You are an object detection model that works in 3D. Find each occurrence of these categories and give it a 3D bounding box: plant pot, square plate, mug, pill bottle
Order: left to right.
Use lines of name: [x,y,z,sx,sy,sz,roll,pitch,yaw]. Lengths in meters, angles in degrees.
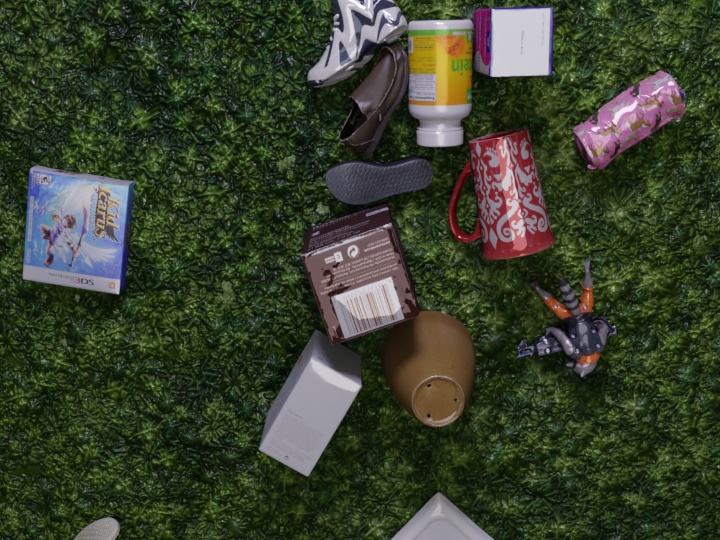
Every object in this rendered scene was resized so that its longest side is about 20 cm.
plant pot: [0.128,0.194,1.578,0.181,0.200,0.191,0,105,0]
pill bottle: [0.135,-0.317,1.488,0.108,0.111,0.205,-1,105,0]
square plate: [0.161,0.576,1.767,0.199,0.028,0.199,41,100,-10]
mug: [0.238,-0.131,1.531,0.173,0.134,0.205,-12,102,1]

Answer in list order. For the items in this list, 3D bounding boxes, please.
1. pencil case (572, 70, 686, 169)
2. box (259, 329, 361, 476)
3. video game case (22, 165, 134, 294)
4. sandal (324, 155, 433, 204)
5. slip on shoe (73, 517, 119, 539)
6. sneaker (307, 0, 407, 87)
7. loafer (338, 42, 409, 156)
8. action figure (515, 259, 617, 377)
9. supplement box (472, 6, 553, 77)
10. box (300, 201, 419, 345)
pencil case: [0.463,-0.258,1.524,0.198,0.087,0.083,-32,134,8]
box: [-0.089,0.240,1.611,0.105,0.153,0.203,29,103,-7]
video game case: [-0.506,-0.071,1.580,0.176,0.046,0.205,8,104,-4]
sandal: [0.032,-0.163,1.569,0.195,0.043,0.078,-5,112,-10]
slip on shoe: [-0.543,0.570,1.744,0.201,0.074,0.061,-49,135,5]
sneaker: [-0.030,-0.410,1.484,0.197,0.079,0.131,-32,85,27]
loafer: [0.020,-0.289,1.493,0.070,0.073,0.204,5,117,-37]
action figure: [0.372,0.105,1.609,0.196,0.105,0.197,-22,95,3]
supplement box: [0.244,-0.372,1.429,0.100,0.200,0.104,-1,105,1]
box: [0.000,0.000,1.524,0.162,0.200,0.168,-19,104,4]
